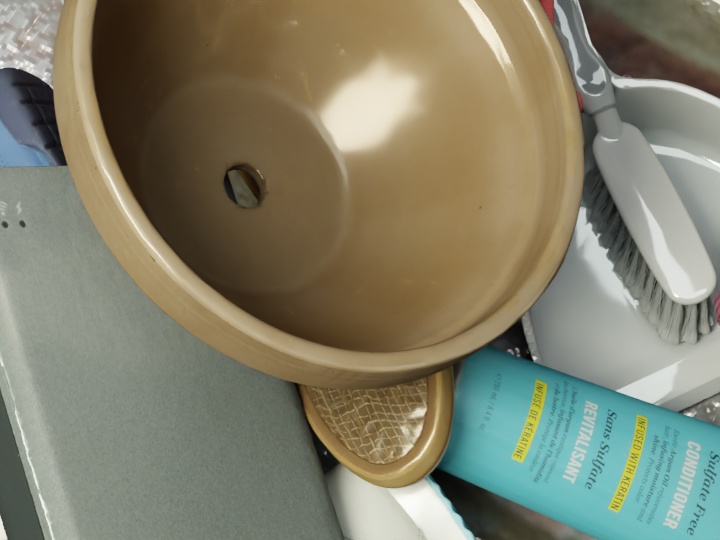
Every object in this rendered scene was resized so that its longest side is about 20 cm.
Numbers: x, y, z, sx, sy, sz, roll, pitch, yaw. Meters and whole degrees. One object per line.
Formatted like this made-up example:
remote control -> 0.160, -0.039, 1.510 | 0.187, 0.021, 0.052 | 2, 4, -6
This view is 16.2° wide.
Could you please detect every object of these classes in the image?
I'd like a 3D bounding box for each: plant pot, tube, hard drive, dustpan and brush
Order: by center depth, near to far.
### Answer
plant pot -> -0.025, -0.046, 0.917 | 0.199, 0.093, 0.203 | 10, 66, -24
hard drive -> -0.076, 0.060, 0.917 | 0.139, 0.033, 0.201 | -3, 70, -48
tube -> 0.121, 0.086, 1.002 | 0.199, 0.050, 0.078 | 21, 80, -8
dustpan and brush -> 0.106, -0.046, 1.036 | 0.139, 0.057, 0.201 | -24, 75, -6

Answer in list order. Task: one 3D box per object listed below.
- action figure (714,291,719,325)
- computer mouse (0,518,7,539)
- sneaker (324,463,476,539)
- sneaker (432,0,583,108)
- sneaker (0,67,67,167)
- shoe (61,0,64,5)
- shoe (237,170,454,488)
action figure -> 0.187, 0.052, 0.980 | 0.149, 0.133, 0.201 | -41, 63, 28
computer mouse -> -0.189, 0.129, 0.968 | 0.199, 0.034, 0.059 | -29, 101, 4
sneaker -> 0.039, 0.162, 0.974 | 0.081, 0.077, 0.200 | -37, 70, -2
sneaker -> 0.041, -0.131, 0.999 | 0.073, 0.086, 0.202 | -13, 85, -43
sneaker -> -0.115, 0.016, 1.004 | 0.082, 0.074, 0.201 | -28, 80, 19
shoe -> -0.058, -0.145, 0.999 | 0.071, 0.201, 0.091 | -2, 50, -34
shoe -> 0.000, 0.000, 1.001 | 0.070, 0.053, 0.201 | -34, 55, 21
